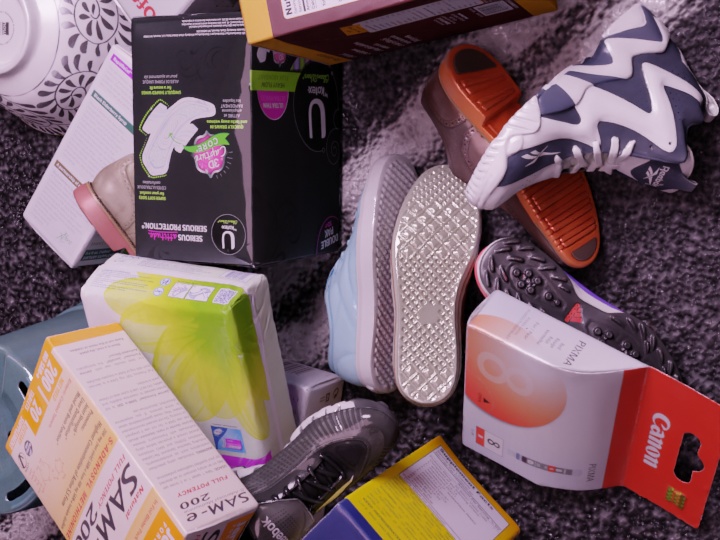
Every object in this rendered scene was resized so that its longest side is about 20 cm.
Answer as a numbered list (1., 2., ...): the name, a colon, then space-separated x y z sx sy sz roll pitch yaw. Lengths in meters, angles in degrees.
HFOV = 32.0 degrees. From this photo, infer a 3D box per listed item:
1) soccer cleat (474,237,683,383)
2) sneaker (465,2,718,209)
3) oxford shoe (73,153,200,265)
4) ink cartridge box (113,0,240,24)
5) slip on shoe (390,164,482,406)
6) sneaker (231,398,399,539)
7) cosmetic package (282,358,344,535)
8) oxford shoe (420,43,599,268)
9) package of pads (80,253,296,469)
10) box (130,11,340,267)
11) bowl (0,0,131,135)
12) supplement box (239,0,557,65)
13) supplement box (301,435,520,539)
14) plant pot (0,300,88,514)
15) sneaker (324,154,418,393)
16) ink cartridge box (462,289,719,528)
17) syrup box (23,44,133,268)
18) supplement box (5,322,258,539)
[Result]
1. soccer cleat: 0.173 0.048 0.994 0.200 0.073 0.068 39 87 1
2. sneaker: 0.182 -0.087 0.929 0.199 0.080 0.130 -43 84 -15
3. oxford shoe: -0.167 -0.016 1.129 0.075 0.070 0.200 -39 116 1
4. ink cartridge box: -0.142 -0.312 1.099 0.200 0.084 0.145 -42 76 24
5. slip on shoe: 0.060 0.012 1.038 0.073 0.061 0.202 4 82 4
6. sneaker: -0.051 0.172 0.965 0.199 0.091 0.067 -32 113 24
7. cosmetic package: -0.085 0.183 1.136 0.101 0.074 0.202 13 101 27
8. oxford shoe: 0.120 -0.083 1.008 0.201 0.071 0.073 59 143 8
9. package of pads: -0.140 0.088 1.040 0.153 0.068 0.202 8 123 25
10. box: -0.102 -0.111 1.065 0.123 0.148 0.202 5 98 28
11. bowl: -0.317 -0.231 1.198 0.199 0.094 0.203 3 97 27
12. supplement box: 0.026 -0.247 0.936 0.198 0.197 0.134 -11 91 17
13. supplement box: 0.028 0.230 1.007 0.109 0.200 0.110 48 115 13
14. plant pot: -0.276 0.127 1.162 0.199 0.196 0.202 4 97 28
15. sneaker: 0.000 0.000 1.069 0.081 0.074 0.202 8 92 39
16. ink cartridge box: 0.170 0.121 0.957 0.199 0.050 0.163 30 146 26
17. syrup box: -0.225 -0.107 1.171 0.081 0.079 0.201 42 113 18
18. supplement box: -0.180 0.156 0.957 0.200 0.073 0.127 47 126 27
